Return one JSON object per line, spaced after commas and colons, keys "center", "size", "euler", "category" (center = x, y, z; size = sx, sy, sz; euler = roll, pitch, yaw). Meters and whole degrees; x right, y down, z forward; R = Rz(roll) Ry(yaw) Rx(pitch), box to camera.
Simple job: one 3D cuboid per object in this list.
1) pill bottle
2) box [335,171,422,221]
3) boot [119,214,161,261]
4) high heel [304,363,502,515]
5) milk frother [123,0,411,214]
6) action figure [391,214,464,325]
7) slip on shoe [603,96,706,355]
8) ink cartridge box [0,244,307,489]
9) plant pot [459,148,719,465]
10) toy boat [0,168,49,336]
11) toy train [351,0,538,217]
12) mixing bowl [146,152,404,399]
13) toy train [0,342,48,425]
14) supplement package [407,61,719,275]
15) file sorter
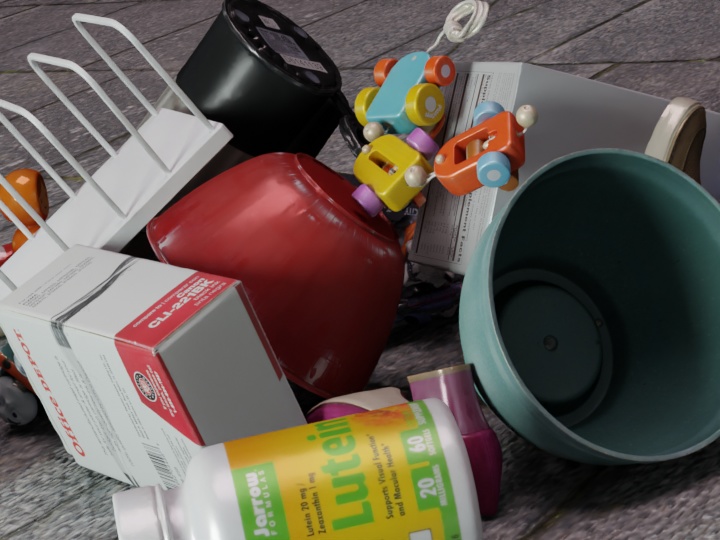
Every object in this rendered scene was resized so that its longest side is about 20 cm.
{"center": [-0.037, 0.146, 1.135], "size": [0.198, 0.112, 0.111], "euler": [-12, 17, -7], "category": "pill bottle"}
{"center": [0.048, -0.062, 1.800], "size": [0.136, 0.038, 0.199], "euler": [6, 2, -43], "category": "box"}
{"center": [-0.134, 0.030, 1.495], "size": [0.145, 0.071, 0.201], "euler": [17, 32, -11], "category": "boot"}
{"center": [0.022, 0.124, 1.314], "size": [0.067, 0.097, 0.200], "euler": [-10, -6, -27], "category": "high heel"}
{"center": [-0.078, -0.080, 1.610], "size": [0.180, 0.188, 0.201], "euler": [20, 30, -37], "category": "milk frother"}
{"center": [0.000, 0.000, 1.600], "size": [0.199, 0.106, 0.193], "euler": [-16, 5, -38], "category": "action figure"}
{"center": [0.222, -0.019, 1.402], "size": [0.060, 0.202, 0.076], "euler": [14, -3, 25], "category": "slip on shoe"}
{"center": [-0.141, 0.073, 1.346], "size": [0.084, 0.145, 0.199], "euler": [-40, 31, -30], "category": "ink cartridge box"}
{"center": [0.145, 0.037, 1.300], "size": [0.199, 0.202, 0.134], "euler": [-18, -8, -26], "category": "plant pot"}
{"center": [-0.291, -0.028, 1.798], "size": [0.199, 0.132, 0.130], "euler": [-18, 19, -25], "category": "toy boat"}
{"center": [0.064, -0.099, 1.408], "size": [0.150, 0.056, 0.201], "euler": [-30, 35, 20], "category": "toy train"}
{"center": [-0.041, -0.011, 1.415], "size": [0.109, 0.200, 0.200], "euler": [-49, 12, 12], "category": "mixing bowl"}
{"center": [-0.217, 0.048, 1.565], "size": [0.085, 0.114, 0.200], "euler": [35, 35, 5], "category": "toy train"}
{"center": [0.159, -0.060, 1.482], "size": [0.198, 0.157, 0.111], "euler": [11, 1, -27], "category": "supplement package"}
{"center": [-0.223, -0.080, 1.467], "size": [0.200, 0.125, 0.139], "euler": [-46, 25, -12], "category": "file sorter"}
